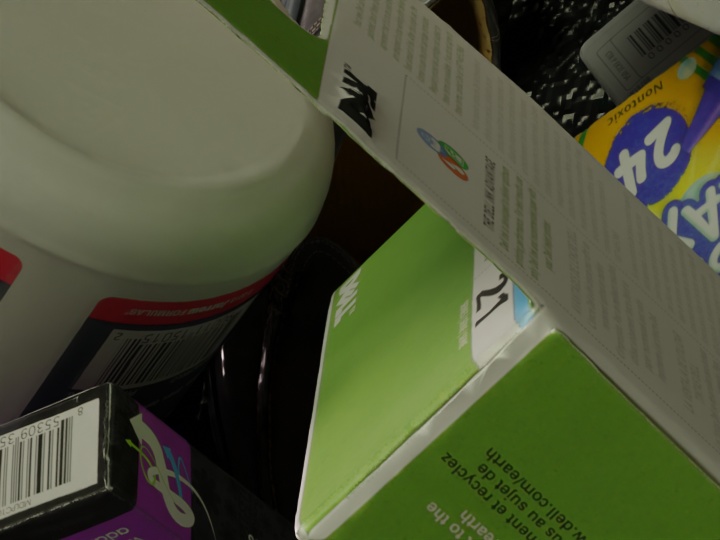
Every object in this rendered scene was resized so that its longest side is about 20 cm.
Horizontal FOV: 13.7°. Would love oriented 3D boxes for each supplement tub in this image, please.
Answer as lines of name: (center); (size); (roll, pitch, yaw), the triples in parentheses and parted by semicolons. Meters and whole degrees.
supplement tub: (-0.109, 0.002, 0.786); (0.200, 0.140, 0.141); (-52, 35, 36)

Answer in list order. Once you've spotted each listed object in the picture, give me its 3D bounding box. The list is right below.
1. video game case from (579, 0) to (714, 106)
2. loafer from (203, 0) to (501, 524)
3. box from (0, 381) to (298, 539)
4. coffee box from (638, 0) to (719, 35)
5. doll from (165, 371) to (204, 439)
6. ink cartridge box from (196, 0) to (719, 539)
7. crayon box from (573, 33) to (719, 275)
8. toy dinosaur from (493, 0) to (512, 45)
video game case: (0.180, -0.074, 0.849); (0.200, 0.023, 0.182); (-39, 43, 6)
loafer: (0.000, 0.000, 0.834); (0.072, 0.073, 0.201); (-139, 50, -65)
box: (-0.063, 0.108, 0.774); (0.143, 0.200, 0.036); (-22, 51, 25)
coffee box: (0.123, -0.198, 0.773); (0.200, 0.200, 0.198); (-25, 35, -28)
doll: (-0.056, -0.002, 0.908); (0.137, 0.048, 0.200); (117, 169, -63)
ink cartridge box: (0.014, 0.007, 0.661); (0.076, 0.200, 0.148); (-45, 12, 16)
crayon box: (0.106, 0.036, 0.777); (0.126, 0.052, 0.200); (-37, 47, 28)
toy dinosaur: (0.028, -0.094, 0.932); (0.047, 0.088, 0.200); (16, 70, 33)
